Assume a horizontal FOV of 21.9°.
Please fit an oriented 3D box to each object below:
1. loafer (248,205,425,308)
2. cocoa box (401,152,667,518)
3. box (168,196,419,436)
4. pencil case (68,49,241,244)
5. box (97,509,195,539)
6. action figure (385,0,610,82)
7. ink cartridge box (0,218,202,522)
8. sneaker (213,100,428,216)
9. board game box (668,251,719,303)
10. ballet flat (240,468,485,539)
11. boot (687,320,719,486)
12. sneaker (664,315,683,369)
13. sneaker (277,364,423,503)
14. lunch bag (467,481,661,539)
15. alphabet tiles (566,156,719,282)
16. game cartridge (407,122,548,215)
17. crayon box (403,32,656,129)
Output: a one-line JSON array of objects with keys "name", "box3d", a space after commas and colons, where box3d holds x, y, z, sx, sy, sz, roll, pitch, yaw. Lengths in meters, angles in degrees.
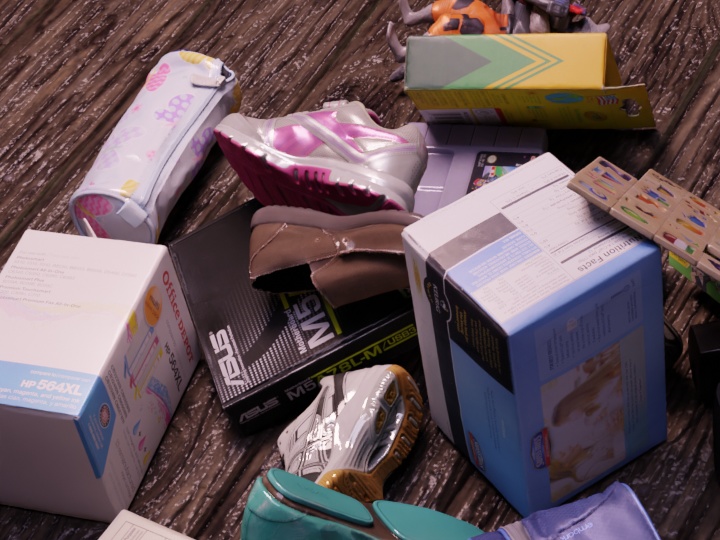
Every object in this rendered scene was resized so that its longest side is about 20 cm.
[{"name": "loafer", "box3d": [0.000, 0.000, 1.389, 0.199, 0.073, 0.071, 4, 65, 34]}, {"name": "cocoa box", "box3d": [0.126, 0.048, 1.309, 0.133, 0.201, 0.131, -29, 46, -18]}, {"name": "box", "box3d": [-0.041, 0.009, 1.474, 0.192, 0.048, 0.200, -26, 45, 2]}, {"name": "pencil case", "box3d": [-0.175, -0.102, 1.615, 0.090, 0.083, 0.200, -8, 40, 38]}, {"name": "box", "box3d": [-0.100, 0.246, 1.248, 0.199, 0.078, 0.095, 19, 53, 29]}, {"name": "action figure", "box3d": [0.126, -0.214, 1.672, 0.192, 0.105, 0.200, 6, 14, 5]}, {"name": "ink cartridge box", "box3d": [-0.214, 0.068, 1.419, 0.125, 0.129, 0.201, 7, 48, 19]}, {"name": "sneaker", "box3d": [-0.026, -0.090, 1.472, 0.199, 0.082, 0.088, 20, 61, 30]}, {"name": "board game box", "box3d": [0.337, 0.009, 1.377, 0.134, 0.029, 0.200, -14, 30, -19]}, {"name": "ballet flat", "box3d": [0.001, 0.189, 1.263, 0.199, 0.071, 0.067, 20, 18, -31]}, {"name": "boot", "box3d": [0.346, 0.098, 1.320, 0.199, 0.069, 0.189, -4, 31, 1]}, {"name": "sneaker", "box3d": [0.201, -0.001, 1.430, 0.085, 0.078, 0.200, -18, 44, -7]}, {"name": "sneaker", "box3d": [-0.028, 0.153, 1.345, 0.087, 0.076, 0.200, -2, 40, 36]}, {"name": "lunch bag", "box3d": [0.143, 0.248, 1.149, 0.132, 0.136, 0.200, -20, 45, -7]}, {"name": "alphabet tiles", "box3d": [0.232, -0.031, 1.307, 0.167, 0.008, 0.200, 32, 17, 8]}, {"name": "game cartridge", "box3d": [0.080, -0.048, 1.540, 0.129, 0.039, 0.201, 0, 45, 19]}, {"name": "crayon box", "box3d": [0.146, -0.157, 1.566, 0.199, 0.127, 0.051, 1, 79, 13]}]
